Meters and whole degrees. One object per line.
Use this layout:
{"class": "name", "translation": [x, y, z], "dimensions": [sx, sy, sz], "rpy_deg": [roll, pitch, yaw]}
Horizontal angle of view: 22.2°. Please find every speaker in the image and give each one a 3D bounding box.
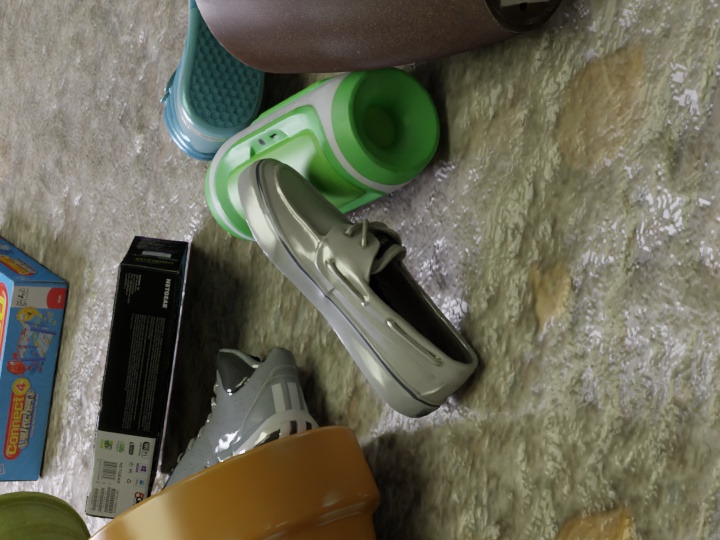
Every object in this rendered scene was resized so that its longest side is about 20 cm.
{"class": "speaker", "translation": [-0.031, -0.077, 1.269], "dimensions": [0.200, 0.088, 0.089], "rpy_deg": [-21, 70, 55]}

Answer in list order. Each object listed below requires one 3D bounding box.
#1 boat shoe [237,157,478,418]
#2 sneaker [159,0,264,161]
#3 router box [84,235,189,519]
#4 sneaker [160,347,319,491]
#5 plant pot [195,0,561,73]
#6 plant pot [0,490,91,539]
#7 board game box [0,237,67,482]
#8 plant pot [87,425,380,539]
{"class": "boat shoe", "translation": [0.000, 0.000, 1.182], "dimensions": [0.066, 0.072, 0.200], "rpy_deg": [-41, 78, 31]}
{"class": "sneaker", "translation": [-0.109, -0.178, 1.411], "dimensions": [0.131, 0.079, 0.201], "rpy_deg": [131, 153, -69]}
{"class": "router box", "translation": [-0.176, 0.081, 1.459], "dimensions": [0.149, 0.051, 0.201], "rpy_deg": [-104, 23, -80]}
{"class": "sneaker", "translation": [-0.099, 0.123, 1.385], "dimensions": [0.200, 0.075, 0.116], "rpy_deg": [-39, 49, 39]}
{"class": "plant pot", "translation": [0.027, -0.202, 1.130], "dimensions": [0.199, 0.186, 0.188], "rpy_deg": [15, 101, 41]}
{"class": "plant pot", "translation": [-0.260, 0.316, 1.525], "dimensions": [0.184, 0.200, 0.201], "rpy_deg": [32, 114, 42]}
{"class": "board game box", "translation": [-0.363, 0.081, 1.804], "dimensions": [0.196, 0.056, 0.201], "rpy_deg": [26, 109, 56]}
{"class": "plant pot", "translation": [-0.058, 0.228, 1.209], "dimensions": [0.200, 0.200, 0.184], "rpy_deg": [-41, 69, 48]}
